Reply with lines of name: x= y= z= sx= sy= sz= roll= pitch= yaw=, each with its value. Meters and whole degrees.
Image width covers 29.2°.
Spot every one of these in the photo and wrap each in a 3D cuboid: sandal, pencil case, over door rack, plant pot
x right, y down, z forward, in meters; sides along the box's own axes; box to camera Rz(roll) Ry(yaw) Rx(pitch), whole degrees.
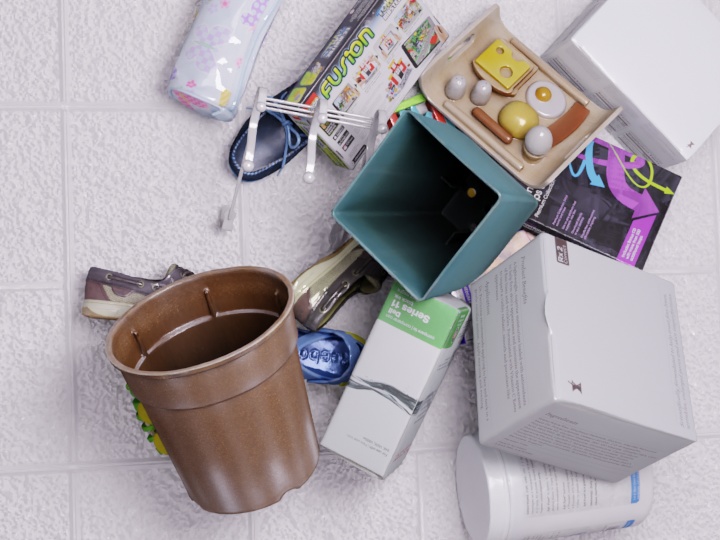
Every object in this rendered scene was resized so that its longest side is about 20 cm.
sandal: x=-0.078 y=0.092 z=1.547 sx=0.199 sy=0.087 sz=0.080 roll=0 pitch=88 yaw=-11
pencil case: x=-0.144 y=-0.268 z=1.558 sx=0.090 sy=0.083 sz=0.201 roll=22 pitch=82 yaw=12
over door rack: x=-0.063 y=-0.099 z=1.511 sx=0.147 sy=0.201 sz=0.067 roll=10 pitch=43 yaw=-12
plant pot: x=0.100 y=-0.067 z=1.488 sx=0.141 sy=0.200 sz=0.142 roll=45 pitch=110 yaw=20
plant pot: x=-0.140 y=0.131 z=1.436 sx=0.199 sy=0.200 sz=0.199 roll=-22 pitch=118 yaw=-13

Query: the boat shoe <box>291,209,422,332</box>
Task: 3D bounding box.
boat shoe: x=0.000 y=0.000 z=1.566 sx=0.200 sy=0.073 sz=0.065 roll=-38 pitch=76 yaw=-18

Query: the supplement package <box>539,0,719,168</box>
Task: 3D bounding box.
supplement package: x=0.349 y=-0.247 z=1.656 sx=0.200 sy=0.111 sz=0.156 roll=45 pitch=78 yaw=-7

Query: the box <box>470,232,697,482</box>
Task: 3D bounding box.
box: x=0.235 y=0.097 z=1.479 sx=0.199 sy=0.131 sz=0.200 roll=19 pitch=54 yaw=-28

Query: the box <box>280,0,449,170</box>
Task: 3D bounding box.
box: x=0.007 y=-0.226 z=1.549 sx=0.200 sy=0.035 sz=0.110 roll=-54 pitch=127 yaw=-12

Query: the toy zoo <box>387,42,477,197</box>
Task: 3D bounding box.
toy zoo: x=0.107 y=-0.156 z=1.639 sx=0.131 sy=0.020 sz=0.201 roll=-22 pitch=91 yaw=-14

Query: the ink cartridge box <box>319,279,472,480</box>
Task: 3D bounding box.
ink cartridge box: x=0.043 y=0.115 z=1.515 sx=0.083 sy=0.147 sz=0.201 roll=25 pitch=94 yaw=10

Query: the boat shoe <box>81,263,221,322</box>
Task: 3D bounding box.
boat shoe: x=-0.208 y=0.025 z=1.530 sx=0.199 sy=0.072 sz=0.065 roll=1 pitch=91 yaw=-7

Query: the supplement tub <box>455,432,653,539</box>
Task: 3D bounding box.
supplement tub: x=0.222 y=0.239 z=1.581 sx=0.199 sy=0.132 sz=0.133 roll=-4 pitch=87 yaw=-14

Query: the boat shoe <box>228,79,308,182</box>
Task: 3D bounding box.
boat shoe: x=-0.074 y=-0.184 z=1.575 sx=0.084 sy=0.069 sz=0.200 roll=43 pitch=78 yaw=-7

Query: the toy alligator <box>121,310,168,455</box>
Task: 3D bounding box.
toy alligator: x=-0.231 y=0.137 z=1.517 sx=0.054 sy=0.059 sz=0.201 roll=-16 pitch=108 yaw=29

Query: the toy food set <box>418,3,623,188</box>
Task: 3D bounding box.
toy food set: x=0.185 y=-0.205 z=1.599 sx=0.200 sy=0.060 sz=0.143 roll=42 pitch=69 yaw=9

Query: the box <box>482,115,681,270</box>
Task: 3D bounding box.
box: x=0.258 y=-0.090 z=1.610 sx=0.199 sy=0.036 sz=0.143 roll=24 pitch=64 yaw=7

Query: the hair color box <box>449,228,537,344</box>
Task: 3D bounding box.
hair color box: x=0.190 y=0.008 z=1.626 sx=0.199 sy=0.065 sz=0.110 roll=-17 pitch=89 yaw=-15
